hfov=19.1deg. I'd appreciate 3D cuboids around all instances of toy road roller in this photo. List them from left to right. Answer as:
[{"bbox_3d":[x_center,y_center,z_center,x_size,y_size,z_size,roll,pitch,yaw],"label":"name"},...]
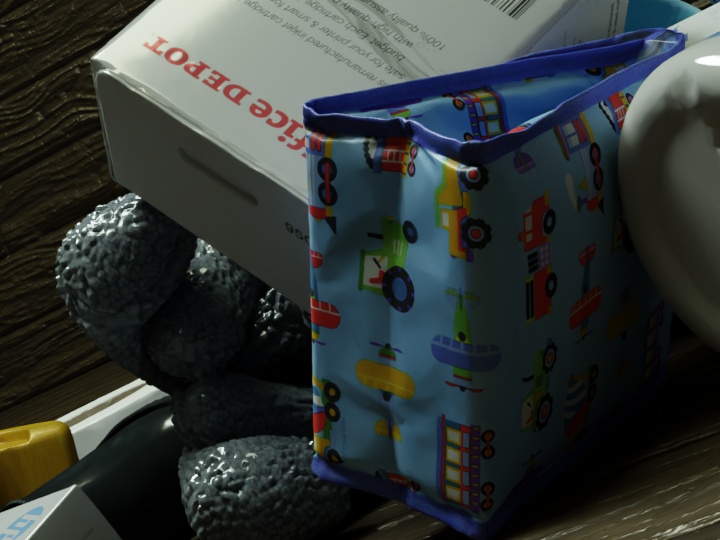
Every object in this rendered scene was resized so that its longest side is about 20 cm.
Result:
[{"bbox_3d":[-0.241,0.147,1.303,0.145,0.124,0.200,-11,1,-12],"label":"toy road roller"}]

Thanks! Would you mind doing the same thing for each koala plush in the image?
[{"bbox_3d":[-0.005,0.014,0.998,0.199,0.178,0.184,-33,-10,8],"label":"koala plush"}]

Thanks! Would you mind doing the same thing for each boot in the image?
[{"bbox_3d":[-0.166,0.144,1.096,0.198,0.074,0.162,-33,-3,28],"label":"boot"}]

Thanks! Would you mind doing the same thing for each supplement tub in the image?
[{"bbox_3d":[0.207,-0.055,0.816,0.199,0.133,0.132,-28,4,-31],"label":"supplement tub"}]

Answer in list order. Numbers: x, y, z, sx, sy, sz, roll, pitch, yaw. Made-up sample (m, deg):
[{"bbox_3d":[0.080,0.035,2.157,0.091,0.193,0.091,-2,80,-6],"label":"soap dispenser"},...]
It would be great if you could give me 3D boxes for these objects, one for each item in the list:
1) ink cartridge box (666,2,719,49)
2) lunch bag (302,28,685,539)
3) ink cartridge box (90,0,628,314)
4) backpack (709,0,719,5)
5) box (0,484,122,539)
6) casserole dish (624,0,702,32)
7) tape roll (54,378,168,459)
[{"bbox_3d":[0.214,-0.090,0.941,0.199,0.095,0.044,-26,21,2],"label":"ink cartridge box"},{"bbox_3d":[0.077,-0.007,0.849,0.094,0.152,0.199,16,26,40],"label":"lunch bag"},{"bbox_3d":[0.002,-0.090,0.928,0.200,0.144,0.085,-45,-26,-27],"label":"ink cartridge box"},{"bbox_3d":[0.233,-0.190,1.028,0.199,0.190,0.155,-13,43,55],"label":"backpack"},{"bbox_3d":[-0.208,0.174,0.914,0.199,0.041,0.156,-21,21,45],"label":"box"},{"bbox_3d":[0.119,-0.095,1.054,0.198,0.121,0.039,-3,-52,-31],"label":"casserole dish"},{"bbox_3d":[-0.170,0.127,1.435,0.201,0.071,0.202,-27,3,1],"label":"tape roll"}]
